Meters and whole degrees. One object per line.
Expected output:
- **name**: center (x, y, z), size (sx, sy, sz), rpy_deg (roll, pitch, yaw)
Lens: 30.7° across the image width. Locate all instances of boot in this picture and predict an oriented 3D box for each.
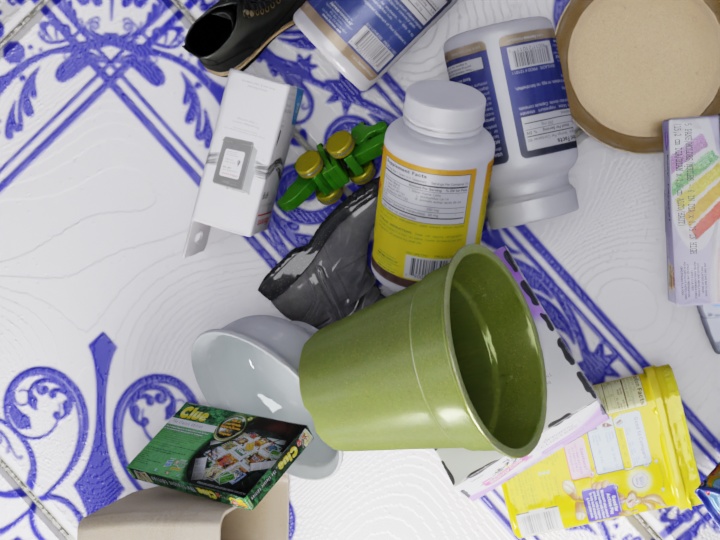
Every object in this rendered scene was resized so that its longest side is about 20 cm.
- **boot**: center (0.000, 0.000, 1.406), size (0.200, 0.070, 0.132), rpy_deg (-43, 96, 14)
- **boot**: center (-0.098, -0.283, 1.347), size (0.077, 0.138, 0.200), rpy_deg (37, 96, 2)

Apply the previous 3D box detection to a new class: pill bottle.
- **pill bottle**: center (0.159, -0.150, 1.343), size (0.115, 0.116, 0.201), rpy_deg (-11, 94, 7)
- **pill bottle**: center (0.072, -0.080, 1.294), size (0.109, 0.109, 0.201), rpy_deg (9, 119, 5)
- **pill bottle**: center (0.036, -0.291, 1.346), size (0.200, 0.111, 0.111), rpy_deg (-44, 90, 7)

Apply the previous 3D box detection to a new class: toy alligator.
- **toy alligator**: center (-0.007, -0.131, 1.395), size (0.200, 0.054, 0.059), rpy_deg (-32, 135, 8)

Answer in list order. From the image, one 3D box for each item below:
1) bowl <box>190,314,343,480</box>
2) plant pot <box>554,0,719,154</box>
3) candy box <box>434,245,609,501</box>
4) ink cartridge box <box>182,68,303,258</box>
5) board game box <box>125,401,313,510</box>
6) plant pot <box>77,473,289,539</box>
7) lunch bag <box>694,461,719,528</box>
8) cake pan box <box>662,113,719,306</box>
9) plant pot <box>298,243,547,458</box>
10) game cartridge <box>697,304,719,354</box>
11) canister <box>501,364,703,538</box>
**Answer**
- **bowl**: center (-0.075, 0.117, 1.380), size (0.201, 0.201, 0.090), rpy_deg (45, 57, 1)
- **plant pot**: center (0.299, -0.222, 1.368), size (0.199, 0.027, 0.201), rpy_deg (1, 96, 6)
- **candy box**: center (0.131, 0.106, 1.344), size (0.167, 0.072, 0.200), rpy_deg (-31, 60, 6)
- **ink cartridge box**: center (-0.121, -0.104, 1.376), size (0.066, 0.116, 0.201), rpy_deg (16, 97, 3)
- **board game box**: center (-0.149, 0.189, 1.361), size (0.105, 0.200, 0.024), rpy_deg (-49, 124, -30)
- **plant pot**: center (-0.192, 0.323, 1.389), size (0.176, 0.200, 0.201), rpy_deg (3, 95, 16)
- **lunch bag**: center (0.455, 0.260, 1.339), size (0.150, 0.094, 0.200), rpy_deg (-37, 103, -33)
- **cake pan box**: center (0.402, -0.068, 1.326), size (0.183, 0.052, 0.201), rpy_deg (-2, 95, 4)
- **plant pot**: center (0.050, 0.096, 1.249), size (0.189, 0.200, 0.201), rpy_deg (-17, 93, 30)
- **game cartridge**: center (0.412, -0.014, 1.371), size (0.133, 0.040, 0.201), rpy_deg (-5, 94, 10)
- **canister**: center (0.244, 0.192, 1.380), size (0.199, 0.087, 0.149), rpy_deg (-14, 93, 8)
